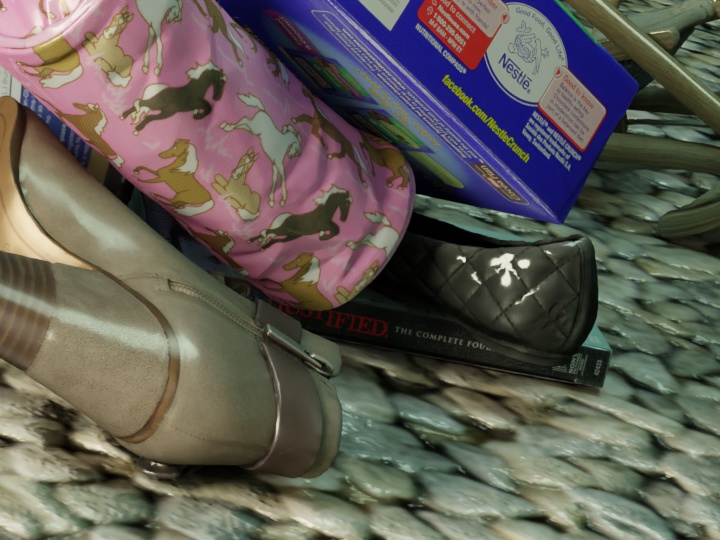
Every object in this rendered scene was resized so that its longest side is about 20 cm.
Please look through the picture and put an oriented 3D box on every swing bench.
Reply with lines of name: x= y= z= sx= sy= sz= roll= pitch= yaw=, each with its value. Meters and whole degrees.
swing bench: x=0.173 y=-0.103 z=1.565 sx=0.199 sy=0.130 sz=0.199 roll=25 pitch=19 yaw=16

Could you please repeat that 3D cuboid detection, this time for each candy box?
candy box: x=-0.011 y=-0.106 z=1.205 sx=0.200 sy=0.077 sz=0.169 roll=13 pitch=-23 yaw=51

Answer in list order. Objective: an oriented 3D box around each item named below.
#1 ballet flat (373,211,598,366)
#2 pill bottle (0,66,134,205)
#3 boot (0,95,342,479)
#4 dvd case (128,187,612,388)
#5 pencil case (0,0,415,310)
ballet flat: x=0.021 y=-0.020 z=1.212 sx=0.200 sy=0.057 sz=0.066 roll=26 pitch=19 yaw=33
pill bottle: x=-0.195 y=-0.073 z=1.181 sx=0.199 sy=0.112 sz=0.112 roll=5 pitch=19 yaw=-26
boot: x=-0.079 y=0.011 z=1.072 sx=0.146 sy=0.070 sz=0.200 roll=22 pitch=23 yaw=-16
dvd case: x=0.000 y=0.000 z=1.265 sx=0.199 sy=0.022 sz=0.146 roll=10 pitch=17 yaw=-11
pencil case: x=-0.061 y=-0.064 z=1.116 sx=0.083 sy=0.087 sz=0.200 roll=17 pitch=-21 yaw=49
